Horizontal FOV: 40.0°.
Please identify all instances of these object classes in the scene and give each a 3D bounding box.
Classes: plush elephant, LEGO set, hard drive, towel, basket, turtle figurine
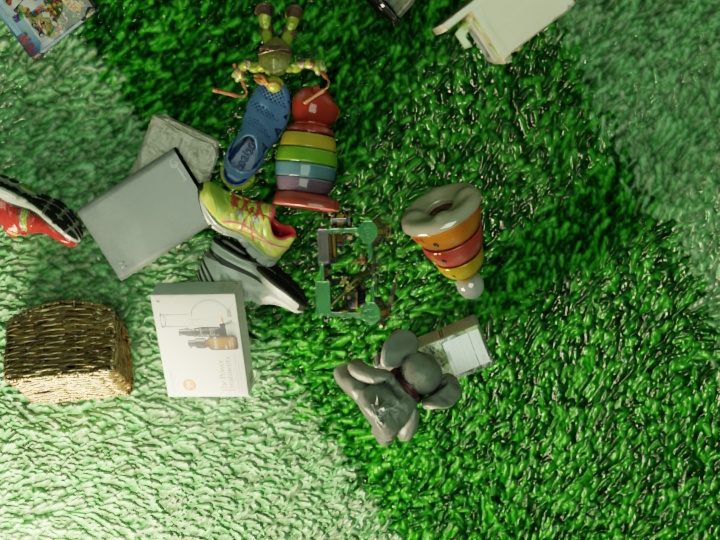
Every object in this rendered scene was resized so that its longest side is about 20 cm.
[{"bbox_3d":[0.068,0.188,1.623,0.154,0.200,0.166,-37,94,-12],"label":"plush elephant"},{"bbox_3d":[0.000,0.000,1.677,0.151,0.115,0.204,-9,89,26],"label":"LEGO set"},{"bbox_3d":[-0.357,-0.095,1.666,0.198,0.033,0.141,-31,100,5],"label":"hard drive"},{"bbox_3d":[-0.329,-0.155,1.688,0.131,0.035,0.203,25,100,-5],"label":"towel"},{"bbox_3d":[-0.504,0.140,1.721,0.196,0.149,0.145,-6,67,0],"label":"basket"},{"bbox_3d":[-0.148,-0.355,1.614,0.196,0.064,0.164,-2,73,10],"label":"turtle figurine"}]

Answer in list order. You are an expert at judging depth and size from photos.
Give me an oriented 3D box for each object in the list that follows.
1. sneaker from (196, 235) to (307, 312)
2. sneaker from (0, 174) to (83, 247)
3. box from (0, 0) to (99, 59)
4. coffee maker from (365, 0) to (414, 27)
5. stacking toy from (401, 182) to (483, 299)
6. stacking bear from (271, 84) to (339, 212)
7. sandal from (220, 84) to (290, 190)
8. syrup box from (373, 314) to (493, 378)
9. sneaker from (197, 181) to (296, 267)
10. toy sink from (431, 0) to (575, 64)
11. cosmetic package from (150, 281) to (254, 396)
[{"bbox_3d":[-0.194,0.038,1.716,0.199,0.076,0.116,33,107,1],"label":"sneaker"},{"bbox_3d":[-0.564,-0.089,1.682,0.198,0.077,0.086,30,109,0],"label":"sneaker"},{"bbox_3d":[-0.546,-0.472,1.622,0.136,0.038,0.201,-35,99,5],"label":"box"},{"bbox_3d":[0.055,-0.530,1.581,0.192,0.135,0.201,41,96,-7],"label":"coffee maker"},{"bbox_3d":[0.167,-0.034,1.690,0.144,0.147,0.202,-25,115,3],"label":"stacking toy"},{"bbox_3d":[-0.084,-0.205,1.653,0.112,0.121,0.204,7,91,-10],"label":"stacking bear"},{"bbox_3d":[-0.175,-0.225,1.654,0.078,0.087,0.203,23,97,-4],"label":"sandal"},{"bbox_3d":[0.126,0.157,1.732,0.197,0.081,0.080,-23,99,5],"label":"syrup box"},{"bbox_3d":[-0.187,-0.094,1.653,0.090,0.079,0.199,-33,128,25],"label":"sneaker"},{"bbox_3d":[0.231,-0.409,1.610,0.199,0.130,0.113,-36,100,4],"label":"toy sink"},{"bbox_3d":[-0.269,0.119,1.696,0.148,0.052,0.203,0,116,10],"label":"cosmetic package"}]
